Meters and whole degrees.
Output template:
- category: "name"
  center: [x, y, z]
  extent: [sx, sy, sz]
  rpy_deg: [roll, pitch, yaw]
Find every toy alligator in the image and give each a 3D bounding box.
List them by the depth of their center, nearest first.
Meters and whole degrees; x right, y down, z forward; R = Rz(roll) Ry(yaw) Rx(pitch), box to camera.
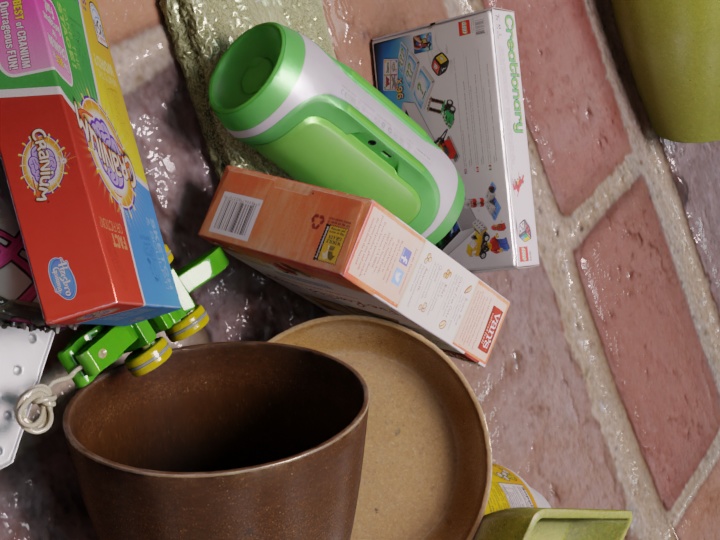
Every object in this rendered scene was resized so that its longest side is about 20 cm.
- category: "toy alligator"
  center: [-0.158, 0.041, 0.849]
  extent: [0.200, 0.054, 0.059]
  rpy_deg: [-44, 108, -43]

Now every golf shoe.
- category: "golf shoe"
  center: [-0.205, -0.017, 0.720]
  extent: [0.200, 0.072, 0.093]
  rpy_deg: [27, 72, -66]

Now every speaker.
- category: "speaker"
  center: [-0.013, -0.090, 0.950]
  extent: [0.200, 0.088, 0.089]
  rpy_deg: [35, 61, -39]

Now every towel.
- category: "towel"
  center: [-0.067, -0.139, 0.987]
  extent: [0.148, 0.036, 0.201]
  rpy_deg: [-25, 104, -46]

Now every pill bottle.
- category: "pill bottle"
  center: [0.075, 0.202, 1.040]
  extent: [0.200, 0.112, 0.114]
  rpy_deg: [18, 72, -55]

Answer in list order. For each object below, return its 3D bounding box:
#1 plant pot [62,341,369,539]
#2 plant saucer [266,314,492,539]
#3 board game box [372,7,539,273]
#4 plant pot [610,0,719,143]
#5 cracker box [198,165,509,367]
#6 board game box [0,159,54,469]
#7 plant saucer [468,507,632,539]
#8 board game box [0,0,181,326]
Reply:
- category: "plant pot"
  center: [-0.082, 0.173, 0.849]
  extent: [0.187, 0.186, 0.201]
  rpy_deg: [-25, 120, -46]
- category: "plant saucer"
  center: [-0.006, 0.132, 0.934]
  extent: [0.035, 0.199, 0.202]
  rpy_deg: [16, 71, -78]
- category: "board game box"
  center: [0.074, -0.097, 1.071]
  extent: [0.035, 0.126, 0.201]
  rpy_deg: [-5, 90, -47]
- category: "plant pot"
  center: [0.343, -0.240, 1.371]
  extent: [0.187, 0.186, 0.201]
  rpy_deg: [-33, 125, -45]
- category: "cracker box"
  center: [0.000, 0.000, 0.946]
  extent: [0.200, 0.133, 0.058]
  rpy_deg: [32, 77, -51]
- category: "board game box"
  center: [-0.257, -0.012, 0.768]
  extent: [0.200, 0.026, 0.201]
  rpy_deg: [32, 63, -41]
- category: "plant saucer"
  center: [0.103, 0.249, 0.959]
  extent: [0.200, 0.048, 0.201]
  rpy_deg: [18, 99, -59]
- category: "board game box"
  center: [-0.161, -0.070, 0.754]
  extent: [0.153, 0.040, 0.201]
  rpy_deg: [26, 48, -85]
